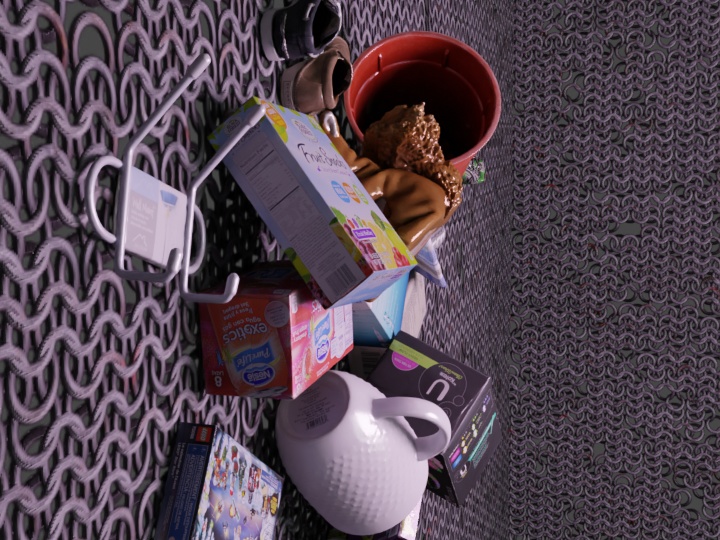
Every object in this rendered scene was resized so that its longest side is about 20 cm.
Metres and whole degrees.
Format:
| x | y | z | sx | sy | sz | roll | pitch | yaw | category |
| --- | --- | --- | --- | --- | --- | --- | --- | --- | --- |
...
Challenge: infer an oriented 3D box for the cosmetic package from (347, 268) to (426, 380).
| x | y | z | sx | sy | sz | roll | pitch | yaw | category |
| --- | --- | --- | --- | --- | --- | --- | --- | --- | --- |
| 0.041 | 0.076 | 1.422 | 0.200 | 0.072 | 0.104 | -66 | 153 | -54 | cosmetic package |

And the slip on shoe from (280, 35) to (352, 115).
| x | y | z | sx | sy | sz | roll | pitch | yaw | category |
| --- | --- | --- | --- | --- | --- | --- | --- | --- | --- |
| -0.036 | -0.233 | 1.141 | 0.200 | 0.060 | 0.077 | -54 | 143 | -63 | slip on shoe |

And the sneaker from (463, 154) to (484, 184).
| x | y | z | sx | sy | sz | roll | pitch | yaw | category |
| --- | --- | --- | --- | --- | --- | --- | --- | --- | --- |
| 0.210 | -0.225 | 1.962 | 0.200 | 0.084 | 0.079 | 20 | 72 | -73 | sneaker |

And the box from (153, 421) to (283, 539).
| x | y | z | sx | sy | sz | roll | pitch | yaw | category |
| --- | --- | --- | --- | --- | --- | --- | --- | --- | --- |
| -0.129 | 0.238 | 0.899 | 0.200 | 0.039 | 0.138 | 61 | 35 | -62 | box |

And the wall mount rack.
| x | y | z | sx | sy | sz | roll | pitch | yaw | category |
| --- | --- | --- | --- | --- | --- | --- | --- | --- | --- |
| -0.138 | -0.068 | 0.772 | 0.200 | 0.074 | 0.176 | 34 | 59 | -72 | wall mount rack |

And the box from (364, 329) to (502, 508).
| x | y | z | sx | sy | sz | roll | pitch | yaw | category |
| --- | --- | --- | --- | --- | --- | --- | --- | --- | --- |
| 0.094 | 0.203 | 1.290 | 0.125 | 0.148 | 0.201 | -54 | 151 | -20 | box |

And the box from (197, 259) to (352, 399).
| x | y | z | sx | sy | sz | roll | pitch | yaw | category |
| --- | --- | --- | --- | --- | --- | --- | --- | --- | --- |
| -0.078 | 0.052 | 0.958 | 0.200 | 0.095 | 0.101 | -32 | 121 | -71 | box |

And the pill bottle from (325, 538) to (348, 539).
| x | y | z | sx | sy | sz | roll | pitch | yaw | category |
| --- | --- | --- | --- | --- | --- | --- | --- | --- | --- |
| -0.024 | 0.431 | 1.160 | 0.112 | 0.111 | 0.202 | -59 | 147 | -60 | pill bottle |

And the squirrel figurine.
| x | y | z | sx | sy | sz | roll | pitch | yaw | category |
| --- | --- | --- | --- | --- | --- | --- | --- | --- | --- |
| 0.014 | -0.104 | 1.109 | 0.200 | 0.186 | 0.142 | -44 | 172 | -28 | squirrel figurine |

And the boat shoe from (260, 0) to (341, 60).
| x | y | z | sx | sy | sz | roll | pitch | yaw | category |
| --- | --- | --- | --- | --- | --- | --- | --- | --- | --- |
| -0.051 | -0.279 | 1.081 | 0.200 | 0.060 | 0.076 | -64 | 151 | -55 | boat shoe |

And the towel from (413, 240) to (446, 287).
| x | y | z | sx | sy | sz | roll | pitch | yaw | category |
| --- | --- | --- | --- | --- | --- | --- | --- | --- | --- |
| 0.055 | -0.053 | 1.357 | 0.024 | 0.146 | 0.200 | -50 | 155 | -10 | towel |

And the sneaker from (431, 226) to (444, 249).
| x | y | z | sx | sy | sz | roll | pitch | yaw | category |
| --- | --- | --- | --- | --- | --- | --- | --- | --- | --- |
| 0.090 | -0.084 | 1.582 | 0.200 | 0.074 | 0.116 | -59 | 145 | -58 | sneaker |

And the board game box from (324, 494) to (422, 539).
| x | y | z | sx | sy | sz | roll | pitch | yaw | category |
| --- | --- | --- | --- | --- | --- | --- | --- | --- | --- |
| 0.014 | 0.305 | 1.208 | 0.200 | 0.032 | 0.121 | -41 | -147 | 49 | board game box |

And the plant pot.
| x | y | z | sx | sy | sz | roll | pitch | yaw | category |
| --- | --- | --- | --- | --- | --- | --- | --- | --- | --- |
| 0.075 | -0.182 | 1.295 | 0.196 | 0.199 | 0.203 | 95 | 3 | -68 | plant pot |

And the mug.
| x | y | z | sx | sy | sz | roll | pitch | yaw | category |
| --- | --- | --- | --- | --- | --- | --- | --- | --- | --- |
| 0.005 | 0.191 | 1.086 | 0.176 | 0.198 | 0.149 | 58 | 24 | -45 | mug |

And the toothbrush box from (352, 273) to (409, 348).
| x | y | z | sx | sy | sz | roll | pitch | yaw | category |
| --- | --- | --- | --- | --- | --- | --- | --- | --- | --- |
| 0.000 | 0.000 | 1.247 | 0.200 | 0.084 | 0.148 | 58 | 38 | -63 | toothbrush box |

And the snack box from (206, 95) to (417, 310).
| x | y | z | sx | sy | sz | roll | pitch | yaw | category |
| --- | --- | --- | --- | --- | --- | --- | --- | --- | --- |
| -0.042 | -0.065 | 0.942 | 0.201 | 0.068 | 0.169 | 54 | 15 | 7 | snack box |
